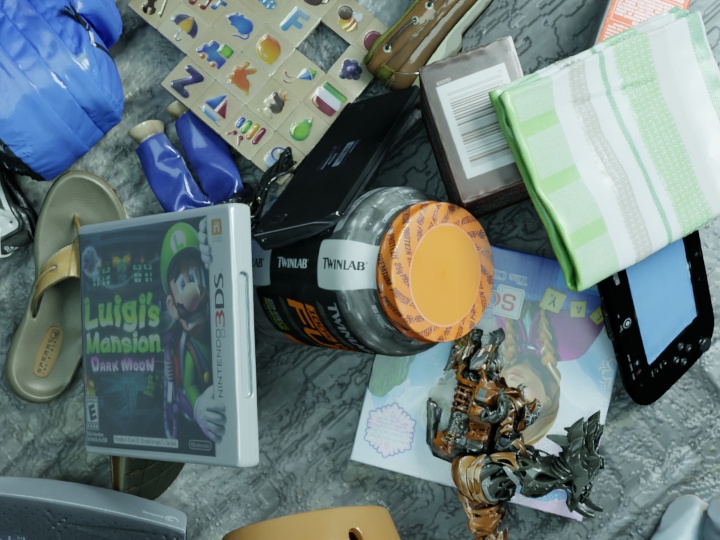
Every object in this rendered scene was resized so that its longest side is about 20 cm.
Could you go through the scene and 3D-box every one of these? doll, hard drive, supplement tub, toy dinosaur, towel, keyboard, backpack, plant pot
[{"bbox_3d":[-0.114,-0.047,0.952,0.135,0.048,0.202,-29,86,5],"label":"doll"},{"bbox_3d":[-0.237,0.236,0.935,0.197,0.042,0.137,8,117,4],"label":"hard drive"},{"bbox_3d":[0.000,0.000,0.856,0.121,0.199,0.125,0,91,-36],"label":"supplement tub"},{"bbox_3d":[0.118,0.147,0.880,0.134,0.102,0.203,-5,107,20],"label":"toy dinosaur"},{"bbox_3d":[0.191,-0.089,0.780,0.198,0.031,0.151,-26,92,-31],"label":"towel"},{"bbox_3d":[-0.030,-0.077,0.867,0.126,0.201,0.021,-10,120,31],"label":"keyboard"},{"bbox_3d":[-0.275,-0.186,0.913,0.167,0.163,0.201,-36,85,0],"label":"backpack"},{"bbox_3d":[-0.033,0.267,0.878,0.197,0.200,0.142,-12,70,4],"label":"plant pot"}]

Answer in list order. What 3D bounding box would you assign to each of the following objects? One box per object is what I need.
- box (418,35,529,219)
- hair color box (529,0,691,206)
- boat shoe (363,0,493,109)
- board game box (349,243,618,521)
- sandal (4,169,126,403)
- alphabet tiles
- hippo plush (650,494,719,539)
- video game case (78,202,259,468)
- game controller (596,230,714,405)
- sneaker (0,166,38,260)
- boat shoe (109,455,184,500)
[{"bbox_3d":[0.092,-0.098,0.860,0.074,0.200,0.102,-19,88,1],"label":"box"},{"bbox_3d":[0.199,-0.140,0.897,0.063,0.111,0.203,21,91,4],"label":"hair color box"},{"bbox_3d":[0.078,-0.233,0.925,0.068,0.072,0.201,35,89,0],"label":"boat shoe"},{"bbox_3d":[0.108,0.082,0.933,0.197,0.041,0.203,13,90,5],"label":"board game box"},{"bbox_3d":[-0.246,0.018,0.948,0.079,0.054,0.203,17,92,-19],"label":"sandal"},{"bbox_3d":[-0.090,-0.195,0.953,0.199,0.008,0.168,40,78,4],"label":"alphabet tiles"},{"bbox_3d":[0.278,0.285,0.855,0.200,0.159,0.161,-42,97,-16],"label":"hippo plush"},{"bbox_3d":[-0.151,0.050,0.854,0.198,0.023,0.185,-4,87,44],"label":"video game case"},{"bbox_3d":[0.225,0.011,0.866,0.042,0.202,0.104,17,52,42],"label":"game controller"},{"bbox_3d":[-0.336,-0.005,0.956,0.113,0.076,0.204,3,86,7],"label":"sneaker"},{"bbox_3d":[-0.179,0.091,0.949,0.073,0.075,0.203,20,103,40],"label":"boat shoe"}]
